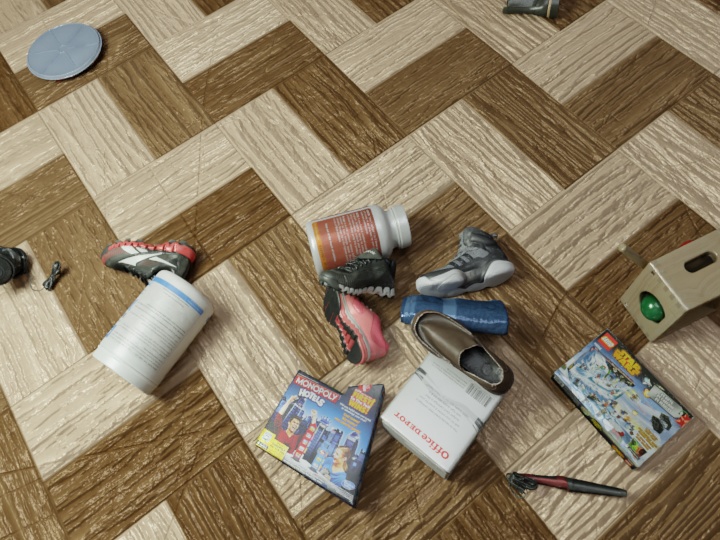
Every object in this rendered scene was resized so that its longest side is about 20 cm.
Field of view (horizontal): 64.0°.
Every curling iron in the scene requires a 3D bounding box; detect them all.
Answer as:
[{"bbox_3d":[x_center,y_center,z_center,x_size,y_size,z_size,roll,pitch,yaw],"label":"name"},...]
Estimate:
[{"bbox_3d":[0.341,0.363,0.958,0.197,0.026,0.050,5,27,3],"label":"curling iron"}]

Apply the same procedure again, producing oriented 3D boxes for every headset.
[{"bbox_3d":[-0.725,-0.022,1.183,0.198,0.124,0.095,31,95,-13],"label":"headset"}]

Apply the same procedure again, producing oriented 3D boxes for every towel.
[{"bbox_3d":[0.174,0.079,1.068,0.197,0.112,0.049,6,100,7],"label":"towel"}]

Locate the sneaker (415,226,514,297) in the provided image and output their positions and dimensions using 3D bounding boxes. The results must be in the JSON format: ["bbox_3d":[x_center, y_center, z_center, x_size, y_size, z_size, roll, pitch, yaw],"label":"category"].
[{"bbox_3d":[0.195,-0.018,1.136,0.197,0.076,0.115,-11,62,-8],"label":"sneaker"}]

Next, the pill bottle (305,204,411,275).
[{"bbox_3d":[-0.003,-0.066,1.151,0.197,0.113,0.114,-14,63,-3],"label":"pill bottle"}]

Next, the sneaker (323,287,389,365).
[{"bbox_3d":[-0.009,0.093,1.110,0.086,0.074,0.202,-2,50,-32],"label":"sneaker"}]

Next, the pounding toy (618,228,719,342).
[{"bbox_3d":[0.556,0.016,1.028,0.198,0.185,0.143,-23,64,-7],"label":"pounding toy"}]

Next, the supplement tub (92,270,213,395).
[{"bbox_3d":[-0.384,0.114,1.080,0.131,0.132,0.201,28,68,17],"label":"supplement tub"}]

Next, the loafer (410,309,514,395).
[{"bbox_3d":[0.171,0.128,0.963,0.199,0.071,0.074,33,85,18],"label":"loafer"}]

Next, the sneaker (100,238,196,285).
[{"bbox_3d":[-0.441,-0.010,1.179,0.197,0.071,0.099,2,61,3],"label":"sneaker"}]

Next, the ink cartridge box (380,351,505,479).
[{"bbox_3d":[0.150,0.232,1.006,0.146,0.086,0.200,35,72,20],"label":"ink cartridge box"}]

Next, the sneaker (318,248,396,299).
[{"bbox_3d":[0.000,0.000,1.072,0.066,0.199,0.092,18,97,42],"label":"sneaker"}]

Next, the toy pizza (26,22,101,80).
[{"bbox_3d":[-0.768,-0.567,1.502,0.197,0.032,0.203,-2,62,4],"label":"toy pizza"}]

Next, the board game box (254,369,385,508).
[{"bbox_3d":[-0.048,0.271,1.016,0.198,0.062,0.201,26,67,16],"label":"board game box"}]

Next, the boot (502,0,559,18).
[{"bbox_3d":[0.443,-0.738,1.476,0.136,0.078,0.202,7,63,13],"label":"boot"}]

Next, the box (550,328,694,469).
[{"bbox_3d":[0.456,0.222,1.014,0.136,0.040,0.201,-34,66,-11],"label":"box"}]
